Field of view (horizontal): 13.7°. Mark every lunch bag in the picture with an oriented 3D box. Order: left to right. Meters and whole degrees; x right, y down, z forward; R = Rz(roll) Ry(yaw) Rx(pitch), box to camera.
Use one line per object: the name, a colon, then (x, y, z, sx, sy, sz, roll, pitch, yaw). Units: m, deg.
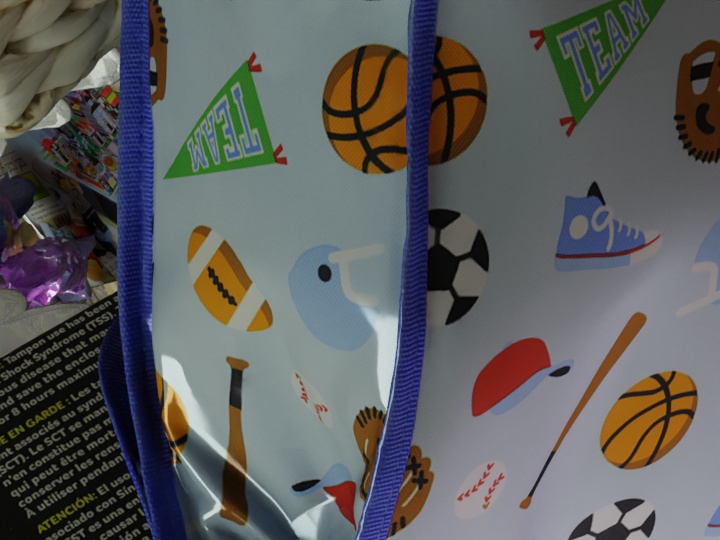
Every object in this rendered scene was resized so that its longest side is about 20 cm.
lunch bag: (0.033, -0.008, 0.695, 0.123, 0.169, 0.201, 13, 108, 48)

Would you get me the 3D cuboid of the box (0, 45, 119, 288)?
box: (-0.072, -0.057, 0.988, 0.110, 0.035, 0.200, 52, 152, -13)

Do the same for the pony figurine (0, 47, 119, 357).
pony figurine: (-0.149, -0.006, 0.955, 0.200, 0.192, 0.168, 52, -150, -81)

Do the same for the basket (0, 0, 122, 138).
basket: (-0.108, -0.164, 0.719, 0.198, 0.200, 0.161, 22, 147, 36)

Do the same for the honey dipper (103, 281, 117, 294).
honey dipper: (-0.058, 0.065, 1.136, 0.038, 0.038, 0.201, 7, 133, 49)

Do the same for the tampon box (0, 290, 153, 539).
tampon box: (-0.023, 0.120, 0.825, 0.200, 0.126, 0.150, 48, 160, 38)
